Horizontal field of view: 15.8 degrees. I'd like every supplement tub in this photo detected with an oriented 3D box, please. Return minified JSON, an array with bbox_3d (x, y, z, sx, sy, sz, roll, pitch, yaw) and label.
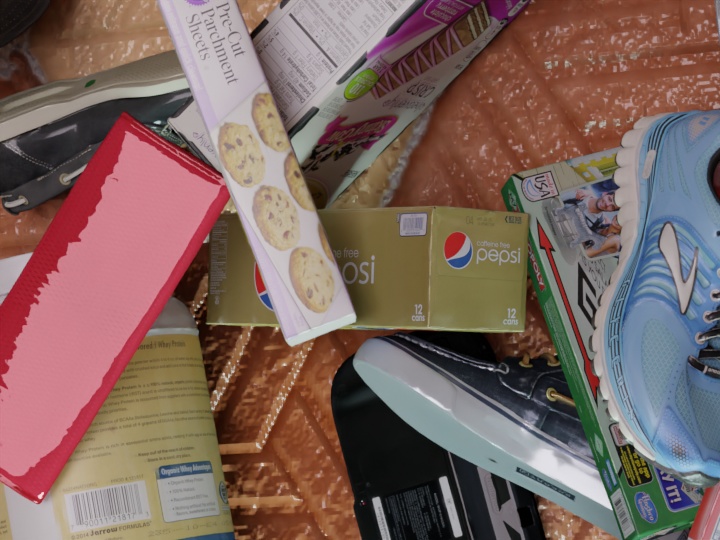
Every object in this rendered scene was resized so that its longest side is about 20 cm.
[{"bbox_3d":[-0.152,0.093,1.448,0.144,0.145,0.201,-13,83,20],"label":"supplement tub"}]

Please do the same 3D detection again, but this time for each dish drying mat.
[{"bbox_3d":[-0.147,0.020,1.368,0.077,0.018,0.200,33,94,15],"label":"dish drying mat"}]

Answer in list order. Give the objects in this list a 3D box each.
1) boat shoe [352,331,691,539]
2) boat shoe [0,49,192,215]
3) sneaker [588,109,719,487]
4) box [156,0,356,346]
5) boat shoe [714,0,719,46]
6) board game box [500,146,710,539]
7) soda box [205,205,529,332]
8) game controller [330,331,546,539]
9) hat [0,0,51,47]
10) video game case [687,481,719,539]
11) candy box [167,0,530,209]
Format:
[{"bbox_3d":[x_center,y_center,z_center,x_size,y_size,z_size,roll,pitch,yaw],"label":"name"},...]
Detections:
[{"bbox_3d":[0.100,0.067,1.380,0.200,0.071,0.091,29,74,4],"label":"boat shoe"},{"bbox_3d":[-0.128,-0.085,1.498,0.199,0.072,0.068,-16,108,15],"label":"boat shoe"},{"bbox_3d":[0.170,0.007,1.278,0.090,0.078,0.201,-16,63,44],"label":"sneaker"},{"bbox_3d":[-0.054,-0.060,1.327,0.041,0.039,0.201,-20,83,-2],"label":"box"},{"bbox_3d":[0.225,-0.075,1.342,0.070,0.071,0.201,-31,77,45],"label":"boat shoe"},{"bbox_3d":[0.168,0.029,1.347,0.134,0.029,0.201,-15,75,-14],"label":"board game box"},{"bbox_3d":[0.000,0.000,1.389,0.200,0.068,0.064,1,88,52],"label":"soda box"},{"bbox_3d":[0.046,0.132,1.434,0.104,0.042,0.201,-20,80,33],"label":"game controller"},{"bbox_3d":[-0.270,-0.153,1.534,0.200,0.201,0.081,22,139,20],"label":"hat"},{"bbox_3d":[0.260,0.068,1.311,0.143,0.017,0.201,19,92,-19],"label":"video game case"},{"bbox_3d":[0.005,-0.123,1.404,0.200,0.136,0.061,-45,74,14],"label":"candy box"}]
